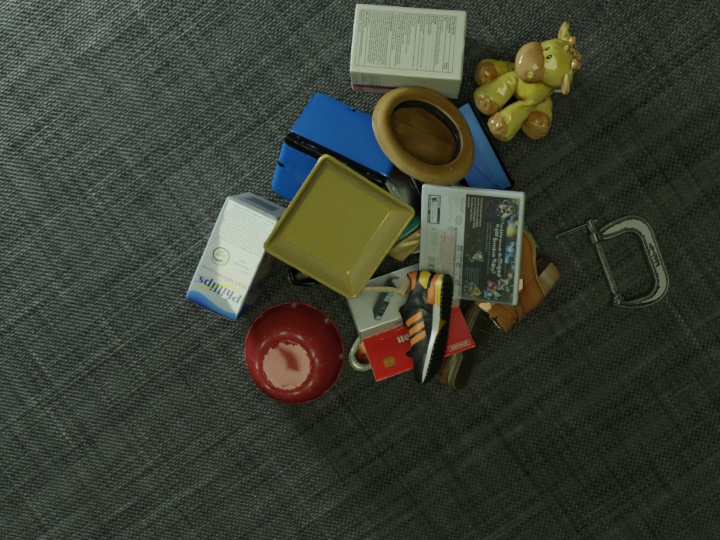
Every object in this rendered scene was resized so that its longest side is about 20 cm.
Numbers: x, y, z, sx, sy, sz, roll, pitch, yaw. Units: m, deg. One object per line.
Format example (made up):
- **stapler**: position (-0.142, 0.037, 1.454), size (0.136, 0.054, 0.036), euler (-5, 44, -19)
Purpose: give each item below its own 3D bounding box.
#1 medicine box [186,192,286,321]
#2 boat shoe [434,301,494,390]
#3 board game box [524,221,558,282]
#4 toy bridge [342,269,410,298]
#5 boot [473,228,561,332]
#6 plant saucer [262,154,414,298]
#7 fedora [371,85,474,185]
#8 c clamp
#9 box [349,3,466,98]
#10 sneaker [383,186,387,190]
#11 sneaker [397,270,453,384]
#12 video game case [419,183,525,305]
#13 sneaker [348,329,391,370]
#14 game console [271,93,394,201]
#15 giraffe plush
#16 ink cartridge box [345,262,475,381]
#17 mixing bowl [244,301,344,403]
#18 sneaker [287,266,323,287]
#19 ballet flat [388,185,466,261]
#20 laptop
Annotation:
- **medicine box**: position (-0.217, -0.030, 1.725), size (0.102, 0.182, 0.202), euler (24, 99, 1)
- **boat shoe**: position (0.193, 0.120, 1.770), size (0.068, 0.072, 0.202), euler (19, 79, 41)
- **board game box**: position (0.277, -0.040, 1.760), size (0.104, 0.023, 0.201), euler (-29, 101, 9)
- **toy bridge**: position (0.000, 0.000, 1.714), size (0.199, 0.027, 0.068), euler (30, 77, 6)
- **boot**: position (0.255, 0.001, 1.714), size (0.155, 0.077, 0.200), euler (-45, 112, -3)
- **plant saucer**: position (-0.039, -0.080, 1.636), size (0.199, 0.049, 0.201), euler (30, 106, -22)
- **fedora**: position (0.101, -0.224, 1.648), size (0.198, 0.082, 0.203), euler (10, 65, -22)
- **c clamp**: position (0.480, -0.014, 1.760), size (0.169, 0.027, 0.202), euler (-27, 93, 2)
- **box**: position (0.085, -0.389, 1.681), size (0.197, 0.109, 0.130), euler (5, 82, 3)
- **sneaker**: position (-0.019, -0.156, 1.755), size (0.115, 0.074, 0.202), euler (-29, 85, 9)
- **sneaker**: position (0.107, 0.098, 1.679), size (0.089, 0.070, 0.203), euler (12, 98, 26)
- **video game case**: position (0.193, -0.046, 1.658), size (0.180, 0.023, 0.203), euler (7, 108, 17)
- **sneaker**: position (0.052, 0.111, 1.778), size (0.078, 0.079, 0.201), euler (37, 97, 0)
- **game console**: position (-0.037, -0.194, 1.714), size (0.198, 0.118, 0.172), euler (26, 122, 9)
- **giraffe plush**: position (0.308, -0.334, 1.628), size (0.198, 0.162, 0.174), euler (-24, 81, -18)
- **ink cartridge box**: position (0.090, 0.085, 1.724), size (0.198, 0.045, 0.178), euler (-19, 65, -4)
- **mixing bowl**: position (-0.132, 0.167, 1.784), size (0.197, 0.108, 0.203), euler (0, 97, 3)
- **sneaker**: position (-0.042, -0.011, 1.765), size (0.198, 0.080, 0.072), euler (-20, 93, 6)
- **ballet flat**: position (0.129, -0.084, 1.723), size (0.199, 0.069, 0.063), euler (-33, 121, 27)
- **laptop**: position (0.148, -0.181, 1.718), size (0.199, 0.103, 0.179), euler (-29, 94, -2)
